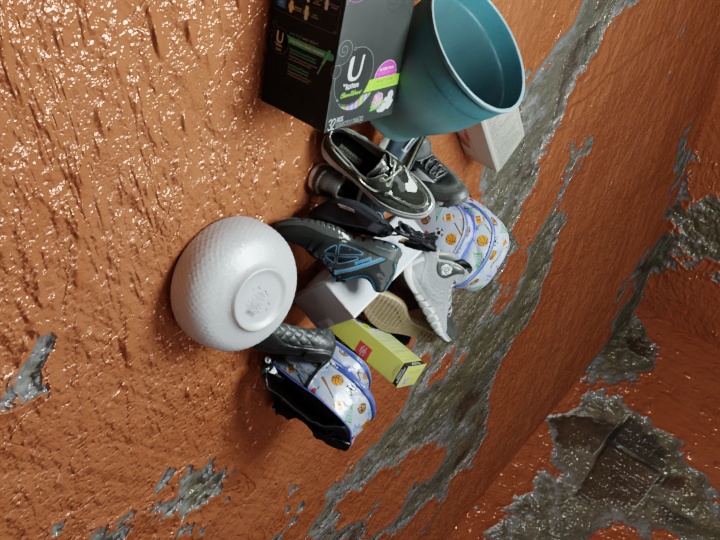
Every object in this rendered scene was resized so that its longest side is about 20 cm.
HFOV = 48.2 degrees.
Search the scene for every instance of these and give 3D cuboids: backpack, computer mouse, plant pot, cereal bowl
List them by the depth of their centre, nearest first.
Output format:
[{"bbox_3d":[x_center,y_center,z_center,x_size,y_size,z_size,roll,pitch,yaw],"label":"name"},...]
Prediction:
[{"bbox_3d":[-0.165,0.028,1.148,0.200,0.083,0.201,-24,125,-39],"label":"cereal bowl"},{"bbox_3d":[0.103,-0.281,1.163,0.188,0.201,0.200,-24,179,42],"label":"plant pot"},{"bbox_3d":[0.026,-0.074,1.242,0.140,0.199,0.046,21,83,-55],"label":"computer mouse"},{"bbox_3d":[-0.063,0.215,1.409,0.154,0.190,0.200,-43,157,-19],"label":"backpack"},{"bbox_3d":[0.179,-0.058,1.534,0.154,0.190,0.201,2,117,-58],"label":"backpack"}]

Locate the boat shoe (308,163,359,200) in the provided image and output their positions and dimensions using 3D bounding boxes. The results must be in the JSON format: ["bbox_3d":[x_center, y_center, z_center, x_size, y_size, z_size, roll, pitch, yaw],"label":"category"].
[{"bbox_3d":[-0.006,-0.139,1.310,0.200,0.057,0.067,-9,125,-55],"label":"boat shoe"}]

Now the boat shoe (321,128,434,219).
[{"bbox_3d":[0.028,-0.145,1.210,0.071,0.200,0.064,-59,-173,-11],"label":"boat shoe"}]

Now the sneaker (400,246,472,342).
[{"bbox_3d":[0.159,0.039,1.442,0.115,0.075,0.200,-28,123,9],"label":"sneaker"}]

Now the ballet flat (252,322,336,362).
[{"bbox_3d":[-0.128,0.101,1.300,0.200,0.057,0.066,21,139,-31],"label":"ballet flat"}]

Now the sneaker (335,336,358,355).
[{"bbox_3d":[0.016,0.119,1.570,0.200,0.087,0.075,-44,149,-25],"label":"sneaker"}]

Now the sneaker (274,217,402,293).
[{"bbox_3d":[-0.040,-0.026,1.224,0.073,0.199,0.082,37,70,-88],"label":"sneaker"}]

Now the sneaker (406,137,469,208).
[{"bbox_3d":[0.104,-0.173,1.329,0.066,0.200,0.091,-30,133,-15],"label":"sneaker"}]

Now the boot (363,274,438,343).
[{"bbox_3d":[0.060,0.047,1.527,0.200,0.167,0.072,31,114,-32],"label":"boot"}]

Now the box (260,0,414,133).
[{"bbox_3d":[-0.028,-0.304,1.040,0.148,0.124,0.201,-27,138,-45],"label":"box"}]

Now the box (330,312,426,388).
[{"bbox_3d":[0.021,0.131,1.465,0.050,0.200,0.075,-59,154,16],"label":"box"}]

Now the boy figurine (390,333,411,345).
[{"bbox_3d":[0.077,0.127,1.641,0.200,0.064,0.125,-36,146,-77],"label":"boy figurine"}]

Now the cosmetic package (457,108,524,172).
[{"bbox_3d":[0.240,-0.289,1.529,0.103,0.087,0.200,-52,153,-9],"label":"cosmetic package"}]

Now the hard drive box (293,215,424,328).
[{"bbox_3d":[0.000,0.000,1.357,0.200,0.077,0.156,-43,-172,-25],"label":"hard drive box"}]

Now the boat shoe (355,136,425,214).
[{"bbox_3d":[0.050,-0.145,1.290,0.201,0.062,0.075,-66,157,5],"label":"boat shoe"}]
